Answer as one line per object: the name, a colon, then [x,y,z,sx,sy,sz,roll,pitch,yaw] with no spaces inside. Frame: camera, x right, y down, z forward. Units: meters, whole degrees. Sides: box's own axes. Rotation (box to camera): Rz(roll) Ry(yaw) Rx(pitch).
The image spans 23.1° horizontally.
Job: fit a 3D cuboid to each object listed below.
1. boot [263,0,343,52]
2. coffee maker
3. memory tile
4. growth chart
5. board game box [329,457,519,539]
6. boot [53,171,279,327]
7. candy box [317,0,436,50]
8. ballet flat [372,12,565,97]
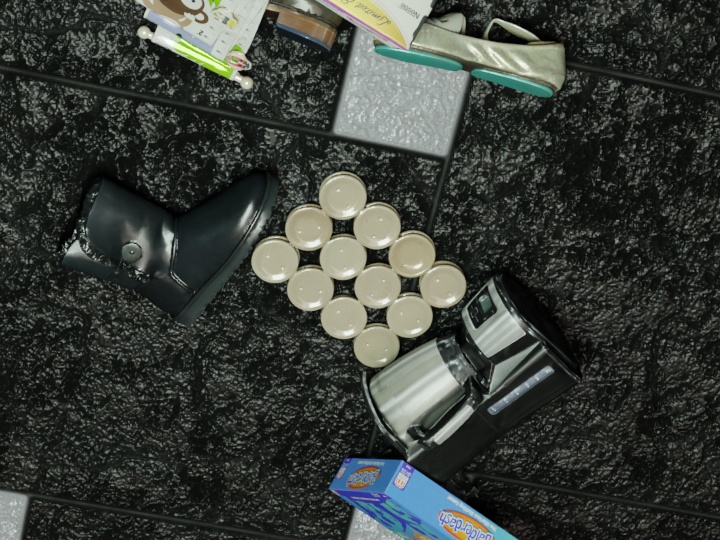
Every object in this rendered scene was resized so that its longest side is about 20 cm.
boot: [-0.101,-0.295,1.701,0.200,0.075,0.097,25,88,-7]
coffee maker: [0.129,0.121,1.871,0.200,0.135,0.192,-37,145,14]
memory tile: [0.000,0.000,1.855,0.200,0.017,0.153,41,106,-18]
growth chart: [-0.154,-0.256,1.667,0.144,0.018,0.200,23,151,-1]
board game box: [0.081,0.274,1.913,0.200,0.152,0.045,35,73,-17]
boot: [-0.199,-0.050,1.787,0.168,0.077,0.200,29,116,-19]
candy box: [0.033,-0.327,1.652,0.136,0.061,0.200,29,92,-15]
ballet flat: [0.109,-0.223,1.745,0.199,0.067,0.063,13,85,-13]
